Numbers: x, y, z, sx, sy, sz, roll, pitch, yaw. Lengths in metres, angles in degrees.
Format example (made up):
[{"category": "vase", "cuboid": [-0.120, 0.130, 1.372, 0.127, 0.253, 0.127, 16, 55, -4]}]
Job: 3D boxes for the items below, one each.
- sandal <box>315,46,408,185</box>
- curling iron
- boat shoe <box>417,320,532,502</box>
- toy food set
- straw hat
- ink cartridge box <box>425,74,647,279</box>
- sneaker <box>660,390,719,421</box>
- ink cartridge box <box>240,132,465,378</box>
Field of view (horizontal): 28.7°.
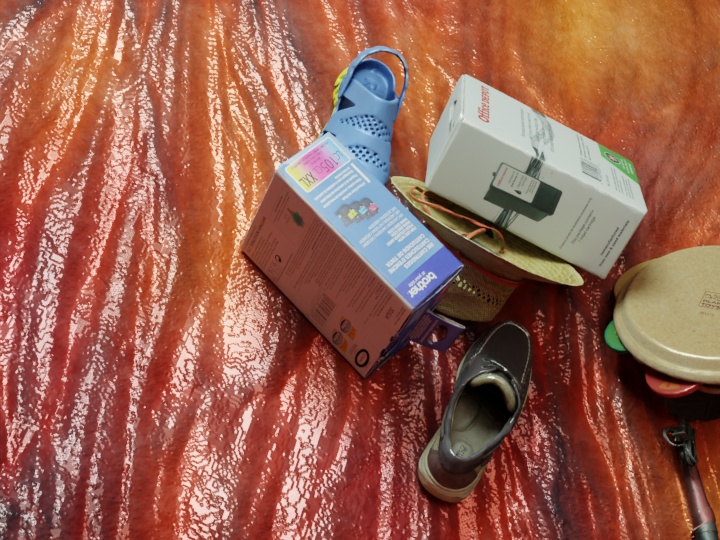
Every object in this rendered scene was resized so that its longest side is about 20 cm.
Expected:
[{"category": "sandal", "cuboid": [0.002, -0.141, 1.348, 0.079, 0.087, 0.202, 18, 55, -16]}, {"category": "curling iron", "cuboid": [0.308, 0.228, 1.280, 0.049, 0.025, 0.202, 34, 42, -52]}, {"category": "boat shoe", "cuboid": [0.113, 0.114, 1.242, 0.072, 0.065, 0.200, 34, 50, 1]}, {"category": "toy food set", "cuboid": [0.333, 0.047, 1.333, 0.198, 0.049, 0.199, 1, 38, 15]}, {"category": "straw hat", "cuboid": [0.098, -0.002, 1.292, 0.200, 0.086, 0.201, 27, 13, -7]}, {"category": "ink cartridge box", "cuboid": [0.166, -0.094, 1.362, 0.199, 0.084, 0.147, 27, 23, -6]}, {"category": "sneaker", "cuboid": [0.354, 0.073, 1.395, 0.199, 0.076, 0.116, -16, 48, -26]}, {"category": "ink cartridge box", "cuboid": [0.000, 0.000, 1.219, 0.076, 0.137, 0.200, -37, 79, -32]}]
